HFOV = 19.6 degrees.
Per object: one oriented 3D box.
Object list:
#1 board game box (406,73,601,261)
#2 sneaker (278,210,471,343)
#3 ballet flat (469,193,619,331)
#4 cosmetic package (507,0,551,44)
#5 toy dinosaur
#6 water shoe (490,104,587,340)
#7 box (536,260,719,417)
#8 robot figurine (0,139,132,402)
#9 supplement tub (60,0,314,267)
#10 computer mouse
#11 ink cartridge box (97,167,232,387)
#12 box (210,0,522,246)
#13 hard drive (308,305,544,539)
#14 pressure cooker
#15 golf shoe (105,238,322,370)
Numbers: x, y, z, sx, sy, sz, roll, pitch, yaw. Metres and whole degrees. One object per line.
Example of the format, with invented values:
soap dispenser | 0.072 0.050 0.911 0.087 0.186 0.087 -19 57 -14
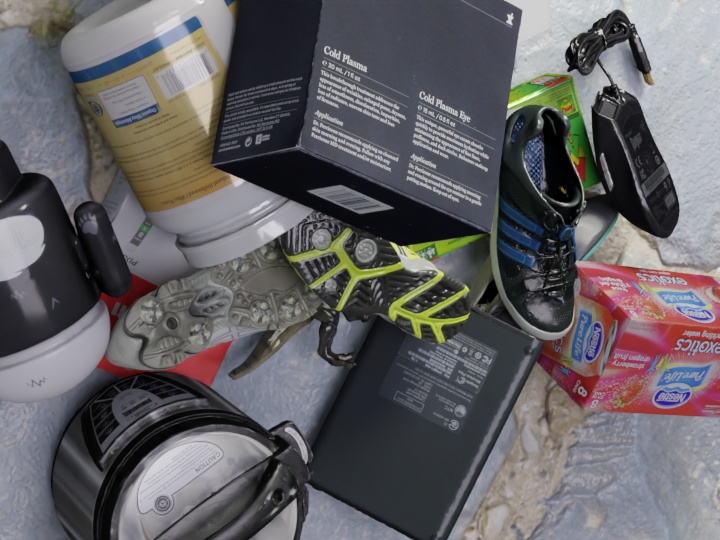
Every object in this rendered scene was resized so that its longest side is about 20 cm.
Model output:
board game box | 0.105 -0.089 1.812 0.199 0.048 0.102 -25 109 -21
sneaker | 0.000 0.000 1.699 0.200 0.076 0.076 33 89 -37
ballet flat | 0.150 -0.006 1.838 0.073 0.073 0.200 45 80 -25
cosmetic package | 0.058 -0.193 1.717 0.199 0.082 0.051 -29 125 -29
toy dinosaur | -0.031 0.031 1.759 0.088 0.047 0.201 41 71 -23
water shoe | 0.152 -0.039 1.758 0.071 0.079 0.201 -12 94 -25
box | 0.262 0.064 1.855 0.199 0.096 0.100 6 120 -39
robot figurine | -0.270 0.003 1.597 0.125 0.150 0.201 -36 112 -35
supplement tub | -0.124 -0.119 1.589 0.144 0.145 0.201 -33 107 -19
computer mouse | 0.234 -0.131 1.853 0.201 0.046 0.140 63 34 -16
ink cartridge box | -0.146 0.000 1.701 0.160 0.050 0.201 27 83 -27
box | 0.009 -0.137 1.544 0.199 0.104 0.183 22 71 -38
hard drive | 0.051 0.121 1.783 0.139 0.033 0.201 27 87 9
pressure cooker | -0.138 0.181 1.645 0.178 0.200 0.177 13 97 -27
golf shoe | -0.120 0.028 1.675 0.199 0.097 0.079 -18 87 -35
